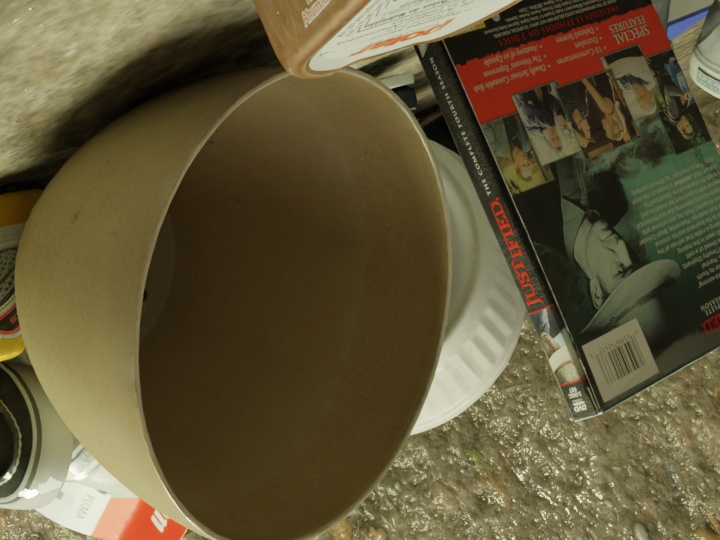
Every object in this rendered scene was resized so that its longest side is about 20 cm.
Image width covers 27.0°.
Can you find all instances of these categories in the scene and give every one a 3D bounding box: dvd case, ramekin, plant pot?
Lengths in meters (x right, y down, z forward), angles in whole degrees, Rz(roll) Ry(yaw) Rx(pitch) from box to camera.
[{"bbox_3d":[0.109,-0.049,0.685,0.146,0.200,0.022,-23,178,-38],"label":"dvd case"},{"bbox_3d":[0.000,0.000,0.922,0.202,0.203,0.094,-24,165,4],"label":"ramekin"},{"bbox_3d":[-0.071,0.007,0.652,0.134,0.201,0.200,10,-160,37],"label":"plant pot"}]

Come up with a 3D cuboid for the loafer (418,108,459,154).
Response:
[{"bbox_3d":[0.033,-0.070,1.045,0.200,0.072,0.063,-44,175,-46],"label":"loafer"}]

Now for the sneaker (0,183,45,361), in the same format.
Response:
[{"bbox_3d":[-0.143,0.001,0.746,0.078,0.082,0.200,-25,178,34],"label":"sneaker"}]

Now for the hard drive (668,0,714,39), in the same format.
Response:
[{"bbox_3d":[0.164,-0.152,1.087,0.132,0.025,0.200,-24,178,-17],"label":"hard drive"}]

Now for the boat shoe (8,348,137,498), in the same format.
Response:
[{"bbox_3d":[-0.163,0.055,0.795,0.072,0.069,0.200,-52,-139,-7],"label":"boat shoe"}]

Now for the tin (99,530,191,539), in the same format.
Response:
[{"bbox_3d":[-0.103,0.101,0.979,0.200,0.112,0.042,-30,167,-5],"label":"tin"}]

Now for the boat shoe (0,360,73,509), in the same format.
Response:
[{"bbox_3d":[-0.211,0.062,0.732,0.057,0.069,0.200,10,-171,-44],"label":"boat shoe"}]

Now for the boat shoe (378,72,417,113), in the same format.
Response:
[{"bbox_3d":[-0.048,-0.049,0.846,0.200,0.060,0.076,-25,178,27],"label":"boat shoe"}]

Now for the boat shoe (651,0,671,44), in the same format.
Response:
[{"bbox_3d":[0.154,-0.119,0.867,0.070,0.072,0.201,-24,171,6],"label":"boat shoe"}]

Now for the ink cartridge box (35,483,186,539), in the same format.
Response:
[{"bbox_3d":[-0.155,0.102,0.885,0.050,0.200,0.162,-18,150,-43],"label":"ink cartridge box"}]

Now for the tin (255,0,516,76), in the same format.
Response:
[{"bbox_3d":[0.035,-0.109,0.452,0.112,0.042,0.200,-17,175,-24],"label":"tin"}]

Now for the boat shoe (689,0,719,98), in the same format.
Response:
[{"bbox_3d":[0.251,-0.170,0.871,0.201,0.070,0.072,-49,159,-43],"label":"boat shoe"}]
